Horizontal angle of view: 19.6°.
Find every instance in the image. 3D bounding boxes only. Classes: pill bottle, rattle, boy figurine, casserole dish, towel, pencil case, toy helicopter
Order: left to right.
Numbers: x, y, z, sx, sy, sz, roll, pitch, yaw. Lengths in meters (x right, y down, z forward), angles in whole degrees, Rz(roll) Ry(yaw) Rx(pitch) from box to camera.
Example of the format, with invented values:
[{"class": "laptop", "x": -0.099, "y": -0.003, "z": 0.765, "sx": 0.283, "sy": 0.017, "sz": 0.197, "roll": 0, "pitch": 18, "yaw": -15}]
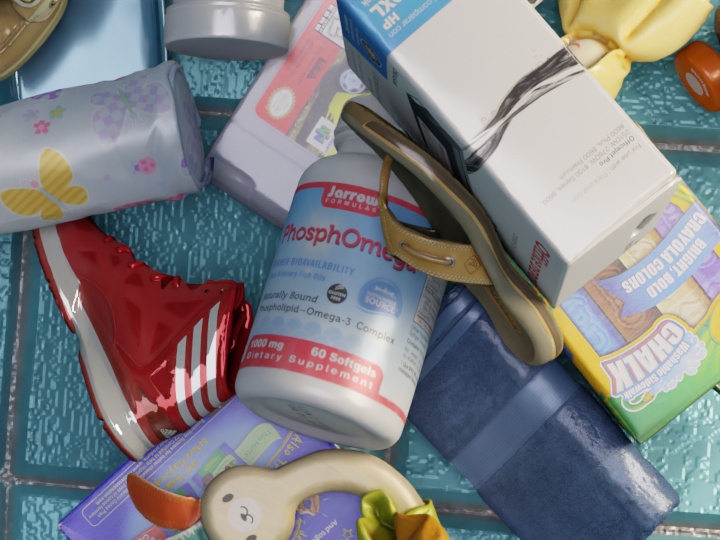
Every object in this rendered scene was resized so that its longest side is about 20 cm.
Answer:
[{"class": "pencil case", "x": -0.196, "y": -0.074, "z": 1.317, "sx": 0.198, "sy": 0.091, "sz": 0.084, "roll": -13, "pitch": 128, "yaw": 3}, {"class": "casserole dish", "x": -0.186, "y": -0.166, "z": 1.381, "sx": 0.120, "sy": 0.039, "sz": 0.202, "roll": -4, "pitch": 88, "yaw": 4}, {"class": "pill bottle", "x": -0.081, "y": -0.241, "z": 1.334, "sx": 0.111, "sy": 0.112, "sz": 0.202, "roll": 2, "pitch": 86, "yaw": 4}, {"class": "rattle", "x": -0.050, "y": 0.168, "z": 1.243, "sx": 0.198, "sy": 0.143, "sz": 0.131, "roll": 19, "pitch": 105, "yaw": -4}, {"class": "pill bottle", "x": 0.000, "y": 0.000, "z": 1.285, "sx": 0.108, "sy": 0.109, "sz": 0.202, "roll": 16, "pitch": 74, "yaw": 4}, {"class": "towel", "x": 0.107, "y": 0.103, "z": 1.330, "sx": 0.200, "sy": 0.048, "sz": 0.112, "roll": 48, "pitch": 131, "yaw": 6}, {"class": "boy figurine", "x": 0.170, "y": -0.182, "z": 1.335, "sx": 0.124, "sy": 0.064, "sz": 0.201, "roll": 30, "pitch": 83, "yaw": 39}, {"class": "toy helicopter", "x": 0.289, "y": -0.090, "z": 1.303, "sx": 0.079, "sy": 0.132, "sz": 0.201, "roll": -35, "pitch": 93, "yaw": -9}]

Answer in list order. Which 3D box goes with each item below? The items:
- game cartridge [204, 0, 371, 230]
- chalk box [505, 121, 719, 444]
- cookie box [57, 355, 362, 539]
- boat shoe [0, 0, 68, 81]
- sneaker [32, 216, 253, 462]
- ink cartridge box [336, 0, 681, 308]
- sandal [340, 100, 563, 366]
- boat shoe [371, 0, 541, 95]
[{"class": "game cartridge", "x": 0.000, "y": -0.112, "z": 1.370, "sx": 0.133, "sy": 0.041, "sz": 0.201, "roll": 32, "pitch": 91, "yaw": 0}, {"class": "chalk box", "x": 0.184, "y": 0.027, "z": 1.311, "sx": 0.124, "sy": 0.124, "sz": 0.201, "roll": -37, "pitch": 86, "yaw": 2}, {"class": "cookie box", "x": -0.066, "y": 0.182, "z": 1.346, "sx": 0.171, "sy": 0.075, "sz": 0.200, "roll": -41, "pitch": 86, "yaw": 0}, {"class": "boat shoe", "x": -0.210, "y": -0.214, "z": 1.333, "sx": 0.073, "sy": 0.063, "sz": 0.201, "roll": 27, "pitch": 91, "yaw": 3}, {"class": "sneaker", "x": -0.131, "y": 0.015, "z": 1.336, "sx": 0.115, "sy": 0.078, "sz": 0.201, "roll": -25, "pitch": 66, "yaw": 3}, {"class": "ink cartridge box", "x": 0.081, "y": -0.088, "z": 1.189, "sx": 0.084, "sy": 0.145, "sz": 0.200, "roll": -39, "pitch": 80, "yaw": -5}, {"class": "sandal", "x": 0.047, "y": -0.013, "z": 1.217, "sx": 0.054, "sy": 0.080, "sz": 0.201, "roll": -39, "pitch": 113, "yaw": -8}, {"class": "boat shoe", "x": 0.077, "y": -0.169, "z": 1.305, "sx": 0.200, "sy": 0.066, "sz": 0.070, "roll": -42, "pitch": 74, "yaw": 10}]
